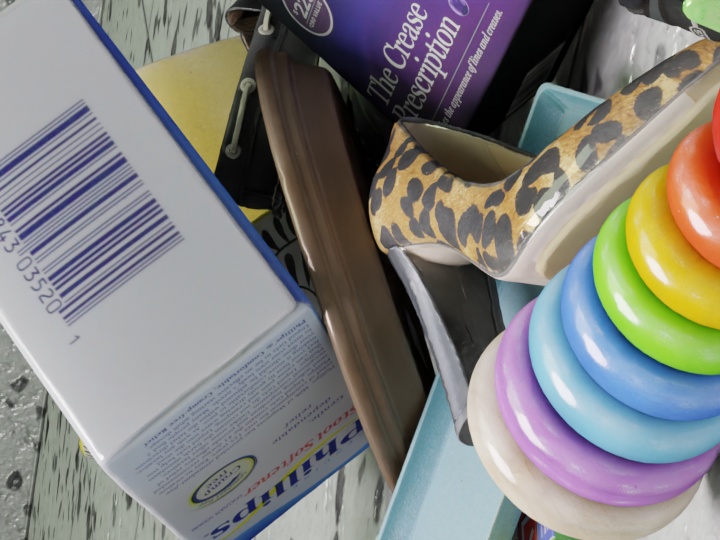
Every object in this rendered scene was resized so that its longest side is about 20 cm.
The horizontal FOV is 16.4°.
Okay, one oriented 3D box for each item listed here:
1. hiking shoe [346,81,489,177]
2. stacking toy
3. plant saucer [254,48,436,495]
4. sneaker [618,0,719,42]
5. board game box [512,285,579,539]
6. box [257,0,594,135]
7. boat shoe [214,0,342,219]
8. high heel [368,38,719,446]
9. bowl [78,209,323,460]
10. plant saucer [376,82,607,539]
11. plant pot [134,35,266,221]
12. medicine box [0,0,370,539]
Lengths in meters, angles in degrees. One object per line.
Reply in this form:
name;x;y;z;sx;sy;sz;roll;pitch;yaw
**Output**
hiking shoe;0.030;-0.069;1.178;0.200;0.075;0.101;-89;0;-67
stacking toy;0.105;0.003;0.760;0.200;0.085;0.086;121;153;-51
plant saucer;0.000;0.000;1.040;0.200;0.029;0.201;-18;-90;-87
sneaker;0.100;-0.146;0.808;0.200;0.084;0.077;-99;20;-51
board game box;0.067;0.086;0.992;0.135;0.029;0.201;114;158;-59
box;0.031;-0.153;0.980;0.079;0.141;0.200;-39;-13;-29
boat shoe;-0.035;-0.117;1.194;0.074;0.060;0.201;97;178;-67
high heel;0.063;-0.050;0.888;0.200;0.071;0.143;-56;40;41
bowl;-0.040;0.055;1.281;0.201;0.094;0.201;-43;-14;-14
plant saucer;0.058;0.030;0.945;0.070;0.019;0.201;24;96;59
plant pot;-0.090;-0.041;1.493;0.200;0.200;0.142;139;111;-73
medicine box;-0.093;0.006;1.044;0.182;0.103;0.200;52;177;20
